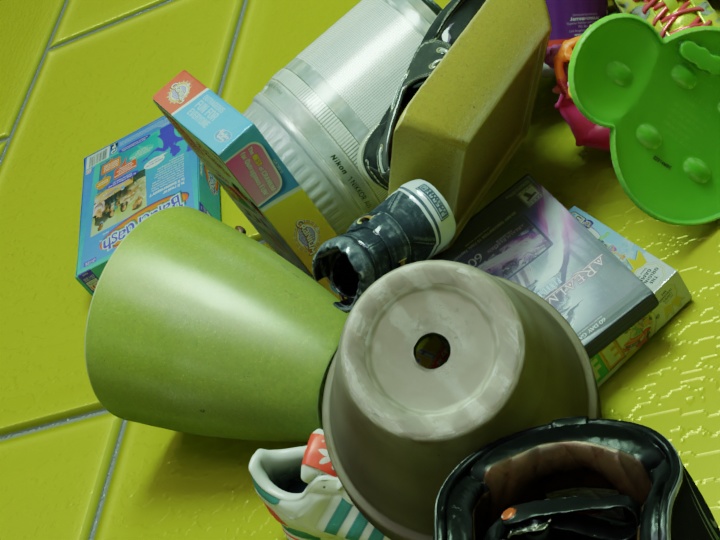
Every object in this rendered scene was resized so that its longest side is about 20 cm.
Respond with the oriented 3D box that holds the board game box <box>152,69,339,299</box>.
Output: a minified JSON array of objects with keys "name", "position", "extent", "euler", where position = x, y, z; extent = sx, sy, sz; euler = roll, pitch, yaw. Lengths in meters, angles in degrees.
[{"name":"board game box","position":[-0.088,-0.072,1.338],"extent":[0.040,0.200,0.153],"euler":[-42,38,-6]}]

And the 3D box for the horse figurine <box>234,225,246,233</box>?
[{"name":"horse figurine","position":[-0.166,0.026,1.418],"extent":[0.198,0.050,0.134],"euler":[-1,63,31]}]

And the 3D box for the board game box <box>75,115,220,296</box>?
[{"name":"board game box","position":[-0.219,-0.076,1.577],"extent":[0.151,0.045,0.201],"euler":[-25,39,15]}]

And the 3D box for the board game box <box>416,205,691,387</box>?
[{"name":"board game box","position":[0.137,0.051,1.164],"extent":[0.200,0.034,0.134],"euler":[-43,38,-6]}]

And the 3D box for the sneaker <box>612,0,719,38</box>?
[{"name":"sneaker","position":[0.260,-0.219,1.291],"extent":[0.078,0.090,0.201],"euler":[-33,47,2]}]

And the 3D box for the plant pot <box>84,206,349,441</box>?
[{"name":"plant pot","position":[-0.089,0.062,1.237],"extent":[0.199,0.188,0.188],"euler":[17,61,31]}]

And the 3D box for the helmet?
[{"name":"helmet","position":[0.132,0.204,0.884],"extent":[0.198,0.192,0.200],"euler":[-12,18,4]}]

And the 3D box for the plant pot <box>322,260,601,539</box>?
[{"name":"plant pot","position":[0.058,0.079,1.005],"extent":[0.198,0.174,0.202],"euler":[-3,71,10]}]

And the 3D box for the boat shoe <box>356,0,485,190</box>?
[{"name":"boat shoe","position":[0.071,-0.154,1.262],"extent":[0.201,0.072,0.068],"euler":[-58,8,-5]}]

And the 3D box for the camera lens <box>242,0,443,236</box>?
[{"name":"camera lens","position":[0.009,-0.145,1.367],"extent":[0.200,0.160,0.160],"euler":[-40,37,-4]}]

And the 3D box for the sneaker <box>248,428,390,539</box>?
[{"name":"sneaker","position":[0.003,0.161,1.110],"extent":[0.198,0.094,0.071],"euler":[-5,48,36]}]

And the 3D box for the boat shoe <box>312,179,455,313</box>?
[{"name":"boat shoe","position":[0.000,0.000,1.150],"extent":[0.091,0.200,0.071],"euler":[-33,79,-22]}]

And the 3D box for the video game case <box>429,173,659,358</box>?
[{"name":"video game case","position":[0.122,0.016,1.171],"extent":[0.142,0.019,0.200],"euler":[-38,36,0]}]

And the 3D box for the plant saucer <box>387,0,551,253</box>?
[{"name":"plant saucer","position":[0.090,-0.113,1.203],"extent":[0.048,0.201,0.200],"euler":[29,61,14]}]

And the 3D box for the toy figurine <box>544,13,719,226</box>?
[{"name":"toy figurine","position":[0.204,-0.140,1.209],"extent":[0.151,0.199,0.184],"euler":[-61,25,3]}]

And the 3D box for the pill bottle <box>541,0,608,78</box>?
[{"name":"pill bottle","position":[0.159,-0.272,1.337],"extent":[0.111,0.202,0.112],"euler":[-6,7,1]}]
